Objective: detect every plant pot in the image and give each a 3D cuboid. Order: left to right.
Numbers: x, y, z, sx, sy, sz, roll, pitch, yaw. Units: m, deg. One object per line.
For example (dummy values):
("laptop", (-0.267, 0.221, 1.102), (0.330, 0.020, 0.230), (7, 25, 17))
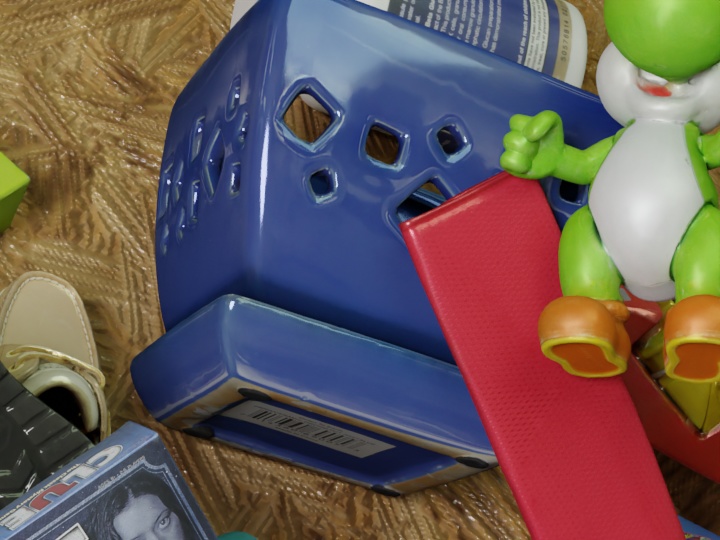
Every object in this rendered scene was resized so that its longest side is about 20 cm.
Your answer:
("plant pot", (0.000, 0.000, 0.957), (0.198, 0.200, 0.181), (19, 72, -17))

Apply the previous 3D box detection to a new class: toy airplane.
("toy airplane", (0.213, 0.071, 1.072), (0.200, 0.142, 0.198), (38, 14, 32))

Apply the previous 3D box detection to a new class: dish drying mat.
("dish drying mat", (0.085, 0.057, 0.875), (0.076, 0.018, 0.201), (-26, 94, -26))

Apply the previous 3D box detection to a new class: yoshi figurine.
("yoshi figurine", (0.128, -0.060, 0.853), (0.112, 0.112, 0.202), (19, 67, -24))

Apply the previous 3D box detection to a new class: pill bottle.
("pill bottle", (0.027, -0.138, 1.180), (0.198, 0.111, 0.112), (17, 44, -18))

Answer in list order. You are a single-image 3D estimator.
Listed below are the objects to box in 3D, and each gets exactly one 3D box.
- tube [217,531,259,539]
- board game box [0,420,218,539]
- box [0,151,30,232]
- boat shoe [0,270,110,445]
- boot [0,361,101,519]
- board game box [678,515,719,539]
("tube", (-0.119, 0.168, 0.846), (0.050, 0.078, 0.199), (7, 19, 44))
("board game box", (-0.131, 0.170, 0.745), (0.199, 0.035, 0.136), (-35, 109, -20))
("box", (-0.270, -0.031, 0.945), (0.122, 0.048, 0.200), (42, 43, 10))
("boat shoe", (-0.145, 0.072, 0.910), (0.073, 0.069, 0.201), (13, 46, -21))
("boot", (-0.166, 0.072, 0.815), (0.077, 0.138, 0.201), (-33, 108, -20))
("board game box", (0.150, 0.181, 0.935), (0.134, 0.045, 0.199), (25, 20, 25))
